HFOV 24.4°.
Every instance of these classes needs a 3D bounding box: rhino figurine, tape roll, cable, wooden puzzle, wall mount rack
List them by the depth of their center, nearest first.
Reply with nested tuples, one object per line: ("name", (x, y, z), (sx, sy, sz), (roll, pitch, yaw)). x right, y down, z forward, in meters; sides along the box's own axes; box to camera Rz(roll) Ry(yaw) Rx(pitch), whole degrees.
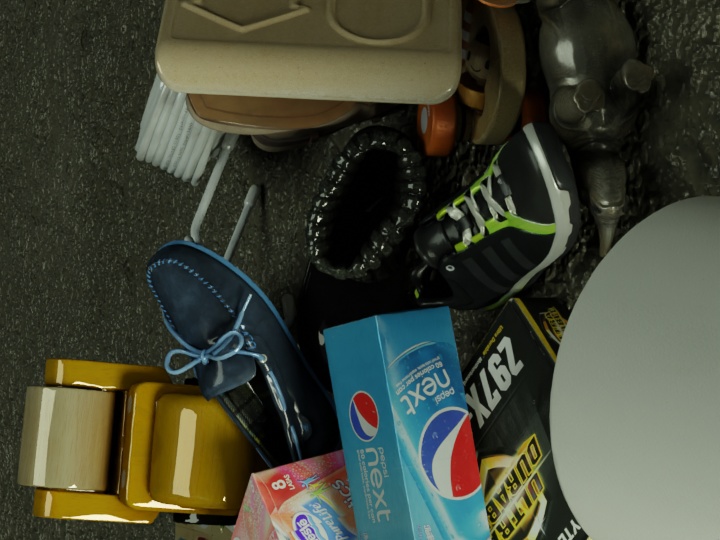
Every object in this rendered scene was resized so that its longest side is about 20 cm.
("tape roll", (0.213, 0.070, 0.824), (0.139, 0.202, 0.203), (13, 102, 54))
("rhino figurine", (0.145, -0.108, 1.030), (0.087, 0.060, 0.201), (149, 117, -82))
("wooden puzzle", (-0.028, -0.176, 1.068), (0.046, 0.185, 0.200), (92, -179, -49))
("wall mount rack", (-0.095, -0.006, 1.326), (0.200, 0.074, 0.174), (79, 170, -69))
("cable", (-0.123, -0.170, 1.338), (0.200, 0.069, 0.200), (-79, 12, -51))

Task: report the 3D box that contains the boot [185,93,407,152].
("boot", (-0.046, -0.115, 1.146), (0.146, 0.200, 0.070), (-31, 77, 64))

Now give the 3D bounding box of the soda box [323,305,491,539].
("soda box", (0.034, 0.129, 1.106), (0.068, 0.064, 0.201), (-18, 81, 54))

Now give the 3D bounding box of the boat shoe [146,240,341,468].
("boat shoe", (-0.084, 0.067, 1.198), (0.200, 0.069, 0.084), (48, 133, -10))

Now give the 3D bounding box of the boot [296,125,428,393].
("boot", (-0.002, -0.001, 1.167), (0.158, 0.079, 0.212), (-90, 7, -80))

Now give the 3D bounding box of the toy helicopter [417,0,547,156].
("toy helicopter", (0.081, -0.178, 1.104), (0.132, 0.079, 0.200), (106, 162, -55))

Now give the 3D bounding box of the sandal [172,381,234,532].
("sandal", (-0.109, 0.155, 1.405), (0.203, 0.050, 0.083), (39, 106, 33))

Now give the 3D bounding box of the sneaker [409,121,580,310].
("sneaker", (0.079, -0.020, 1.067), (0.200, 0.083, 0.072), (109, 146, -59))

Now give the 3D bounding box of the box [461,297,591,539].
("box", (0.109, 0.141, 1.105), (0.200, 0.049, 0.160), (-60, 44, 36))

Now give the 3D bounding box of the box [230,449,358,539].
("box", (-0.037, 0.225, 1.228), (0.200, 0.102, 0.095), (108, 143, -50))

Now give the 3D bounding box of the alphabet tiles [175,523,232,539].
("alphabet tiles", (-0.120, 0.235, 1.466), (0.166, 0.006, 0.201), (0, 91, 54))

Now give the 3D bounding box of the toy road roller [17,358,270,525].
("toy road roller", (-0.156, 0.135, 1.288), (0.146, 0.199, 0.123), (166, 109, -70))
